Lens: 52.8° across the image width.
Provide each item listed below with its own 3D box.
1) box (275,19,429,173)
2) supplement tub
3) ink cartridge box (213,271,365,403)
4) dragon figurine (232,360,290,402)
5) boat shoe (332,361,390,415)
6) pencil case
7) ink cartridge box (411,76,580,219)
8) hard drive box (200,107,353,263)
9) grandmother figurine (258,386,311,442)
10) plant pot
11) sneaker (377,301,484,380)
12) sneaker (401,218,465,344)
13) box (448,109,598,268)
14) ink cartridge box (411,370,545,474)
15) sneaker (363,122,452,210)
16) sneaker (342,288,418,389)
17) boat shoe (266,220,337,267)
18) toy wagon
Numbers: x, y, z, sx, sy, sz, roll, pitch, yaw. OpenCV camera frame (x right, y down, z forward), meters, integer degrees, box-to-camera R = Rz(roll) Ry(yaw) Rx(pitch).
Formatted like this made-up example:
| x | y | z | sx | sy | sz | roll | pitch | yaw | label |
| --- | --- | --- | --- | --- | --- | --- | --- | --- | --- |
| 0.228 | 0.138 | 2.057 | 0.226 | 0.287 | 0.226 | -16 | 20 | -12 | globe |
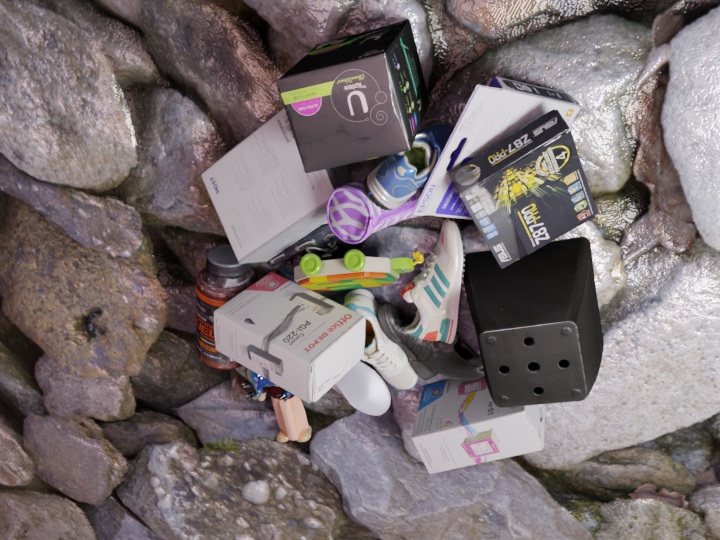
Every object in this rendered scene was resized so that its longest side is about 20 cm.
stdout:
| x | y | z | sx | sy | sz | roll | pitch | yaw | label |
| --- | --- | --- | --- | --- | --- | --- | --- | --- | --- |
| -0.001 | -0.232 | 0.952 | 0.146 | 0.201 | 0.126 | -9 | 117 | 19 | box |
| -0.226 | 0.059 | 1.227 | 0.105 | 0.107 | 0.202 | 11 | 120 | 7 | supplement tub |
| -0.110 | 0.099 | 1.132 | 0.198 | 0.145 | 0.086 | 25 | 130 | 25 | ink cartridge box |
| -0.141 | 0.164 | 1.224 | 0.197 | 0.059 | 0.101 | 8 | 116 | -25 | dragon figurine |
| -0.030 | 0.175 | 1.269 | 0.200 | 0.065 | 0.074 | 42 | 86 | -3 | boat shoe |
| 0.039 | -0.095 | 1.023 | 0.085 | 0.199 | 0.085 | 33 | 126 | 27 | pencil case |
| 0.174 | -0.158 | 0.978 | 0.198 | 0.044 | 0.200 | 0 | 130 | -36 | ink cartridge box |
| -0.122 | -0.126 | 1.077 | 0.199 | 0.077 | 0.158 | -30 | 79 | 26 | hard drive box |
| -0.138 | 0.225 | 1.328 | 0.119 | 0.061 | 0.202 | -9 | 119 | 8 | grandmother figurine |
| 0.260 | 0.092 | 1.085 | 0.197 | 0.178 | 0.202 | -8 | 117 | 17 | plant pot |
| 0.119 | 0.114 | 1.203 | 0.103 | 0.060 | 0.201 | -25 | 115 | 25 | sneaker |
| 0.110 | 0.017 | 1.122 | 0.092 | 0.070 | 0.203 | 3 | 107 | 3 | sneaker |
| 0.226 | -0.103 | 0.986 | 0.160 | 0.050 | 0.200 | -28 | 142 | 11 | box |
| 0.198 | 0.241 | 1.202 | 0.198 | 0.145 | 0.085 | -18 | 112 | 22 | ink cartridge box |
| 0.086 | -0.150 | 0.978 | 0.076 | 0.200 | 0.077 | 46 | 136 | -4 | sneaker |
| 0.028 | 0.131 | 1.219 | 0.076 | 0.081 | 0.201 | -28 | 111 | 24 | sneaker |
| -0.071 | -0.050 | 1.137 | 0.197 | 0.075 | 0.063 | -13 | 95 | 22 | boat shoe |
| 0.000 | 0.000 | 1.115 | 0.197 | 0.155 | 0.040 | -5 | 81 | 16 | toy wagon |
